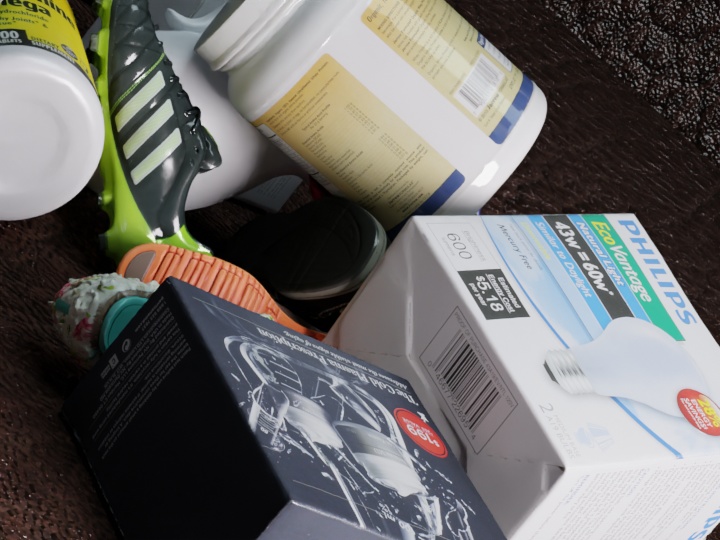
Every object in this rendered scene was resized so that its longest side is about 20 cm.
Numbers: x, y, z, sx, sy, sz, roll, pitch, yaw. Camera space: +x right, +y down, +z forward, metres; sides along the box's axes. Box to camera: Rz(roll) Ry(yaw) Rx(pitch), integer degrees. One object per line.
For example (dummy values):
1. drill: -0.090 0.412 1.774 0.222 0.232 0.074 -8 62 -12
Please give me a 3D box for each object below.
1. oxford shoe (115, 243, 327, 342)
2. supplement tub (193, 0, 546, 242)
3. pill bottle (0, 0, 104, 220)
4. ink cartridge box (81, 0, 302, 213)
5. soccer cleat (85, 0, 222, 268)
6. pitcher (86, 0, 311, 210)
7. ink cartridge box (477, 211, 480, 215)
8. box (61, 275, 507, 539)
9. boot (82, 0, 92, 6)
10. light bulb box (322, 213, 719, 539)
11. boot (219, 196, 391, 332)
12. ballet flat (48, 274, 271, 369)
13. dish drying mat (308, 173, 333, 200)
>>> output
1. oxford shoe: -0.077 0.043 1.458 0.200 0.071 0.073 33 -7 -25
2. supplement tub: 0.005 -0.122 1.497 0.200 0.144 0.144 42 16 -11
3. pill bottle: -0.226 -0.125 1.441 0.112 0.113 0.200 31 18 -30
4. ink cartridge box: -0.103 -0.144 1.712 0.200 0.145 0.084 22 23 -49
5. soccer cleat: -0.131 -0.097 1.469 0.081 0.201 0.068 -3 1 -11
6. pitcher: -0.100 -0.127 1.582 0.199 0.172 0.121 -2 2 -32
7. ink cartridge box: 0.064 -0.042 1.677 0.044 0.201 0.094 4 -23 6
8. box: -0.032 0.124 1.245 0.200 0.104 0.182 25 23 -42
9. boot: -0.234 -0.229 1.773 0.199 0.066 0.165 22 -26 3
10. light bulb box: 0.118 0.076 1.419 0.200 0.125 0.199 -3 51 -41
11. boot: 0.004 0.025 1.529 0.154 0.074 0.203 38 -18 -23
12. ballet flat: -0.099 0.046 1.341 0.064 0.076 0.200 20 -8 45
13. dish drying mat: 0.000 0.000 1.636 0.077 0.018 0.200 47 -10 23
